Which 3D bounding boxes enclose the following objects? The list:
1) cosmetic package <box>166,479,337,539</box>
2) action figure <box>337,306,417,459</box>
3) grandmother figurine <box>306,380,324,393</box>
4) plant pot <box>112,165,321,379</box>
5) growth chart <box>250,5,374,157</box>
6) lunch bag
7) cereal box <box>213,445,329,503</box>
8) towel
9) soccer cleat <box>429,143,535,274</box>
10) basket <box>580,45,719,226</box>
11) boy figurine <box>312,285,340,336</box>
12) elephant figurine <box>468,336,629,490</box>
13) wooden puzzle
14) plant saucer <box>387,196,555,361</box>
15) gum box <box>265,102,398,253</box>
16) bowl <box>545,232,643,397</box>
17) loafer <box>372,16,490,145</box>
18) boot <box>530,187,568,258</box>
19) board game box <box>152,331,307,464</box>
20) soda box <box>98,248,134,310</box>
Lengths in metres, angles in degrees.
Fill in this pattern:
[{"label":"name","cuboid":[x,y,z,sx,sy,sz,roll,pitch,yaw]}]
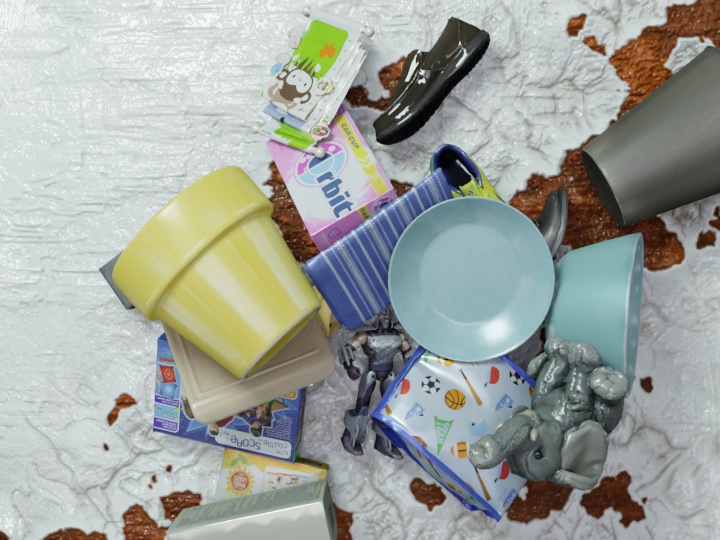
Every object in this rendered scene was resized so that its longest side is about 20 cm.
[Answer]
[{"label":"cosmetic package","cuboid":[-0.132,0.327,1.167,0.197,0.104,0.074,-13,92,2]},{"label":"action figure","cuboid":[0.026,0.139,1.212,0.128,0.069,0.204,2,100,-17]},{"label":"grandmother figurine","cuboid":[-0.135,0.100,1.226,0.198,0.061,0.122,30,100,3]},{"label":"plant pot","cuboid":[-0.153,0.015,1.083,0.200,0.201,0.189,-43,86,2]},{"label":"growth chart","cuboid":[-0.065,-0.246,1.192,0.143,0.018,0.203,17,78,31]},{"label":"lunch bag","cuboid":[0.130,0.181,1.172,0.199,0.124,0.171,41,74,-9]},{"label":"cereal box","cuboid":[-0.130,0.343,1.238,0.141,0.040,0.203,13,92,1]},{"label":"towel","cuboid":[0.036,-0.022,1.128,0.199,0.145,0.024,-35,49,-3]},{"label":"soccer cleat","cuboid":[0.152,-0.076,1.157,0.064,0.084,0.201,-37,69,0]},{"label":"basket","cuboid":[0.393,-0.151,1.173,0.198,0.136,0.182,-30,86,5]},{"label":"boy figurine","cuboid":[0.000,0.000,1.187,0.200,0.124,0.065,-45,77,7]},{"label":"elephant figurine","cuboid":[0.214,0.189,1.066,0.154,0.142,0.201,36,67,3]},{"label":"wooden puzzle","cuboid":[-0.148,0.075,1.169,0.182,0.037,0.202,-20,64,-13]},{"label":"plant saucer","cuboid":[0.132,0.008,1.121,0.197,0.039,0.205,1,104,4]},{"label":"gum box","cuboid":[-0.034,-0.116,1.165,0.112,0.066,0.201,-29,49,2]},{"label":"bowl","cuboid":[0.292,0.052,1.162,0.103,0.200,0.205,3,91,22]},{"label":"loafer","cuboid":[0.081,-0.248,1.213,0.071,0.073,0.200,43,87,10]},{"label":"boot","cuboid":[0.169,-0.036,1.213,0.172,0.069,0.203,20,85,9]},{"label":"board game box","cuboid":[-0.169,0.164,1.205,0.197,0.035,0.138,12,110,8]},{"label":"soda box","cuboid":[-0.240,-0.034,1.222,0.199,0.063,0.071,-37,90,2]}]
